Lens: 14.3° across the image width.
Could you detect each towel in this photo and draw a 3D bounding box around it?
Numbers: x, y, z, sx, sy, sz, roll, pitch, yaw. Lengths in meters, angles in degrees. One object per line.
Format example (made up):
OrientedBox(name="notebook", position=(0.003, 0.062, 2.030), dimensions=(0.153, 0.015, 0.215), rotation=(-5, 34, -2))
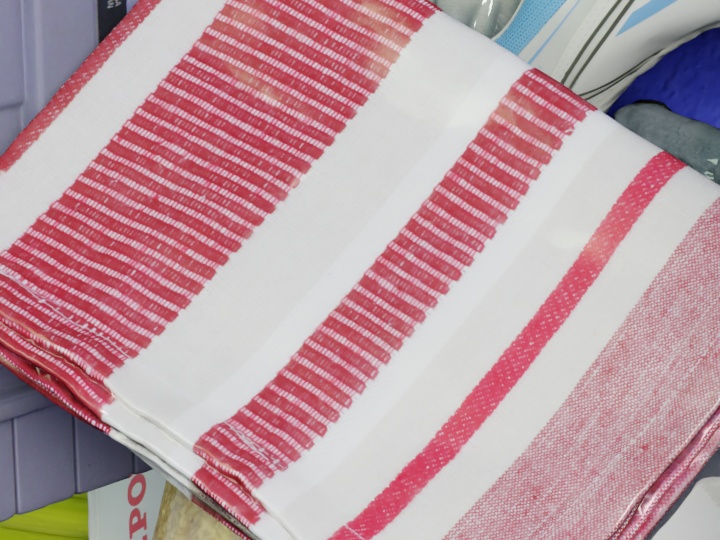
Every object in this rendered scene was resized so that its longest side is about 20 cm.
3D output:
OrientedBox(name="towel", position=(0.000, 0.000, 0.715), dimensions=(0.200, 0.023, 0.144), rotation=(34, 73, 23))

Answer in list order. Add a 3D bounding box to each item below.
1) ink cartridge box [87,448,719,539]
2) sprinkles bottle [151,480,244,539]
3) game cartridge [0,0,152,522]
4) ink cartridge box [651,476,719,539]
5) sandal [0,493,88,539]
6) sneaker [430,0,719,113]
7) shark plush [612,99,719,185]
OrientedBox(name="ink cartridge box", position=(0.017, 0.080, 0.837), dimensions=(0.200, 0.084, 0.146), rotation=(-32, 48, 34))
OrientedBox(name="sprinkles bottle", position=(-0.017, 0.042, 0.774), dimensions=(0.068, 0.068, 0.201), rotation=(-6, 65, 47))
OrientedBox(name="game cartridge", position=(-0.085, -0.033, 0.784), dimensions=(0.038, 0.129, 0.201), rotation=(23, 120, 48))
OrientedBox(name="ink cartridge box", position=(0.153, 0.055, 0.596), dimensions=(0.199, 0.116, 0.068), rotation=(9, 111, 21))
OrientedBox(name="sandal", position=(-0.077, 0.031, 0.998), dimensions=(0.087, 0.079, 0.201), rotation=(-105, 33, -88))
OrientedBox(name="sneaker", position=(0.090, -0.102, 0.781), dimensions=(0.200, 0.072, 0.072), rotation=(-37, 20, 30))
OrientedBox(name="shark plush", position=(0.135, -0.011, 0.753), dimensions=(0.091, 0.083, 0.200), rotation=(-50, 40, 17))
